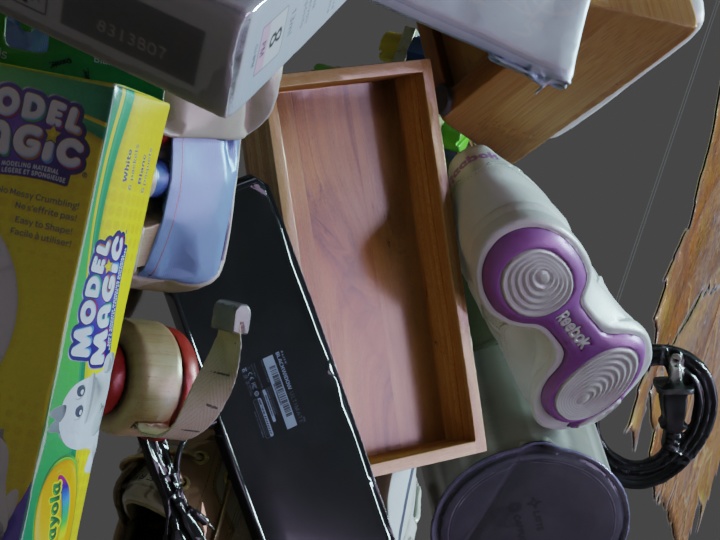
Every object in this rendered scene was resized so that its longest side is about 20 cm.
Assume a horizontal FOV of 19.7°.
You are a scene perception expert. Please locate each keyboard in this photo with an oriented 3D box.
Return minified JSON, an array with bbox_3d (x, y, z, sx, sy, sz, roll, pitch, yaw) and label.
[{"bbox_3d":[-0.060,0.066,0.959,0.127,0.021,0.201,-22,94,-39],"label":"keyboard"}]

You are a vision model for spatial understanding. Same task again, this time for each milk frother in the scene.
[{"bbox_3d":[0.134,0.110,1.266,0.188,0.199,0.181,-101,176,-56],"label":"milk frother"}]

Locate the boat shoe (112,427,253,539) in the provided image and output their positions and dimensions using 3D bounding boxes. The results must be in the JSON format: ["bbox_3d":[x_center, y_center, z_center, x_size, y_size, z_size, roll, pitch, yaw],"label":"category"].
[{"bbox_3d":[-0.082,0.113,0.984,0.066,0.074,0.201,22,73,-45],"label":"boat shoe"}]

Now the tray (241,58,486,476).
[{"bbox_3d":[0.000,0.000,1.034,0.098,0.037,0.201,-9,92,-31],"label":"tray"}]

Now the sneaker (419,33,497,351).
[{"bbox_3d":[0.041,-0.044,1.225,0.067,0.090,0.201,24,48,-61],"label":"sneaker"}]

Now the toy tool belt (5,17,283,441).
[{"bbox_3d":[-0.113,-0.036,0.788,0.123,0.125,0.201,6,94,-38],"label":"toy tool belt"}]

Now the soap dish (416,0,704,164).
[{"bbox_3d":[0.085,-0.178,1.070,0.081,0.157,0.201,-1,68,-34],"label":"soap dish"}]

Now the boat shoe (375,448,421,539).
[{"bbox_3d":[-0.008,0.150,1.053,0.200,0.072,0.066,-75,151,-55],"label":"boat shoe"}]

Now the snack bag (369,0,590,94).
[{"bbox_3d":[0.037,-0.201,0.971,0.021,0.188,0.201,132,-21,-63],"label":"snack bag"}]

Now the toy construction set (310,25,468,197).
[{"bbox_3d":[0.009,-0.032,1.131,0.131,0.092,0.201,-19,109,-67],"label":"toy construction set"}]

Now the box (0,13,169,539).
[{"bbox_3d":[-0.137,0.001,0.704,0.048,0.117,0.201,16,86,-71],"label":"box"}]

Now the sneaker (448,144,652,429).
[{"bbox_3d":[0.099,0.009,1.108,0.100,0.075,0.200,64,1,42],"label":"sneaker"}]

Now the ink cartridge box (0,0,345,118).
[{"bbox_3d":[-0.070,-0.145,0.732,0.200,0.162,0.057,-53,164,-47],"label":"ink cartridge box"}]
